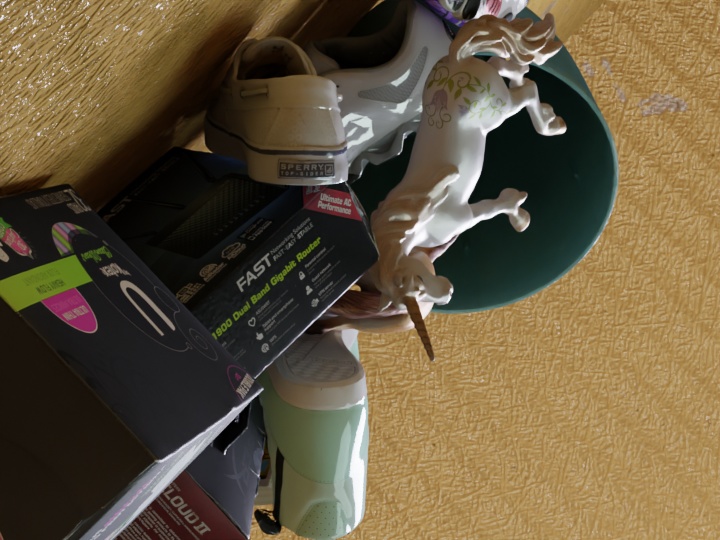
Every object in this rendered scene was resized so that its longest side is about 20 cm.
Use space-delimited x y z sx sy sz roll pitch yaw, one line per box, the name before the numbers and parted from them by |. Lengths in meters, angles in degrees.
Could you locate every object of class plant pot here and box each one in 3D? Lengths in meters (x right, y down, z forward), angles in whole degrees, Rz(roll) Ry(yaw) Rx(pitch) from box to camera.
plant pot | 0.062 -0.099 1.551 0.201 0.200 0.161 -47 -154 25

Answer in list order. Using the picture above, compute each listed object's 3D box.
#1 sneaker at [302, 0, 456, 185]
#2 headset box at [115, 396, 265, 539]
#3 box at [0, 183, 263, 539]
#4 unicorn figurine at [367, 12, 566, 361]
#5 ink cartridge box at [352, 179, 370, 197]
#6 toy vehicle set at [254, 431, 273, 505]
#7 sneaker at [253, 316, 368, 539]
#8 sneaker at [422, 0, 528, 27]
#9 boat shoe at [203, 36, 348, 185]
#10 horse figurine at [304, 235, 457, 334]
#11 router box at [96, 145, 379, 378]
sneaker | -0.029 -0.093 1.401 0.200 0.089 0.074 -36 -147 2
headset box | -0.143 0.129 1.434 0.200 0.075 0.149 -29 -153 21
box | -0.155 0.058 1.062 0.124 0.149 0.200 -45 177 11
unicorn figurine | 0.055 -0.053 1.339 0.137 0.074 0.201 1 93 -55
ink cartridge box | -0.049 -0.049 1.718 0.145 0.085 0.200 -46 176 17
toy vehicle set | -0.087 0.095 1.541 0.200 0.026 0.125 -12 -126 53
sneaker | -0.036 0.089 1.391 0.200 0.073 0.119 -107 -161 -72
sneaker | 0.044 -0.184 1.346 0.081 0.083 0.200 -64 164 -9
boat shoe | -0.046 -0.094 1.275 0.200 0.071 0.070 -130 -139 -76
horse figurine | 0.000 0.000 1.400 0.200 0.132 0.050 -90 179 -73
router box | -0.109 0.017 1.274 0.150 0.062 0.200 10 -136 46
